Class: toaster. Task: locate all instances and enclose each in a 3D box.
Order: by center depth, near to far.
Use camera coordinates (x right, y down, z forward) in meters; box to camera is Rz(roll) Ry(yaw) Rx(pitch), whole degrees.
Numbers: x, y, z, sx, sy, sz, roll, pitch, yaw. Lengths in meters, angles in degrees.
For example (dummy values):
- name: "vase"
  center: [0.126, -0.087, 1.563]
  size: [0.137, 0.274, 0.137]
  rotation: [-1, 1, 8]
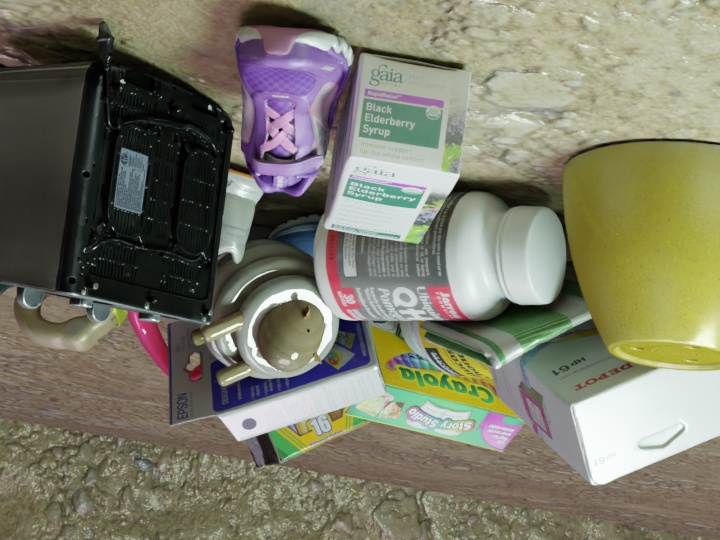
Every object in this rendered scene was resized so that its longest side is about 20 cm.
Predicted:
- name: "toaster"
  center: [-0.189, -0.063, 1.247]
  size: [0.119, 0.200, 0.181]
  rotation: [3, 173, 30]

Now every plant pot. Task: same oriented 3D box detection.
- name: "plant pot"
  center: [0.249, -0.001, 1.304]
  size: [0.200, 0.142, 0.200]
  rotation: [8, 166, 2]

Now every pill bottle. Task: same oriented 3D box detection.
- name: "pill bottle"
  center: [0.069, -0.012, 1.430]
  size: [0.200, 0.111, 0.111]
  rotation: [-1, 163, 31]
- name: "pill bottle"
  center: [0.121, 0.049, 1.627]
  size: [0.112, 0.112, 0.200]
  rotation: [15, 172, -26]

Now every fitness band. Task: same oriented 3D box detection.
- name: "fitness band"
  center: [-0.207, 0.067, 1.888]
  size: [0.144, 0.037, 0.200]
  rotation: [56, 155, -7]

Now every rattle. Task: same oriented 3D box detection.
- name: "rattle"
  center: [-0.352, -0.004, 1.804]
  size: [0.200, 0.130, 0.143]
  rotation: [31, 168, 32]

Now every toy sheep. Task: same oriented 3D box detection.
- name: "toy sheep"
  center: [-0.089, 0.034, 1.510]
  size: [0.138, 0.138, 0.200]
  rotation: [16, -162, -30]

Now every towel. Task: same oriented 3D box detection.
- name: "towel"
  center: [0.168, 0.029, 1.444]
  size: [0.200, 0.023, 0.153]
  rotation: [-22, -166, -18]

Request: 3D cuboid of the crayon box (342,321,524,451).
- name: "crayon box"
  center: [0.059, 0.094, 1.754]
  size: [0.200, 0.173, 0.058]
  rotation: [16, 123, -29]

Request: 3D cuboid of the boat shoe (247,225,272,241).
- name: "boat shoe"
  center: [-0.134, -0.002, 1.667]
  size: [0.202, 0.075, 0.086]
  rotation: [8, 166, 11]

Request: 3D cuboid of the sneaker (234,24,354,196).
- name: "sneaker"
  center: [-0.051, -0.107, 1.167]
  size: [0.080, 0.089, 0.200]
  rotation: [9, 165, 1]

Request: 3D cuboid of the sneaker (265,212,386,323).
- name: "sneaker"
  center: [0.000, 0.000, 1.564]
  size: [0.200, 0.089, 0.079]
  rotation: [6, 166, 17]

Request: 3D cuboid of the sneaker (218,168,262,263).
- name: "sneaker"
  center: [-0.169, -0.038, 1.502]
  size: [0.076, 0.092, 0.200]
  rotation: [19, 163, -37]

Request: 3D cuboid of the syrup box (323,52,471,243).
- name: "syrup box"
  center: [0.023, -0.085, 1.224]
  size: [0.079, 0.081, 0.200]
  rotation: [8, 168, -5]

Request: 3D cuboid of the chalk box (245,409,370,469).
- name: "chalk box"
  center: [-0.092, 0.112, 1.933]
  size: [0.124, 0.200, 0.125]
  rotation: [-22, 177, -18]

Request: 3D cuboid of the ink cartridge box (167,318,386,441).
- name: "ink cartridge box"
  center: [-0.084, 0.084, 1.598]
  size: [0.200, 0.043, 0.198]
  rotation: [-16, -152, 2]

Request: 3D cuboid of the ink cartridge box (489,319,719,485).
- name: "ink cartridge box"
  center: [0.211, 0.088, 1.438]
  size: [0.144, 0.085, 0.200]
  rotation: [-22, -156, -12]
